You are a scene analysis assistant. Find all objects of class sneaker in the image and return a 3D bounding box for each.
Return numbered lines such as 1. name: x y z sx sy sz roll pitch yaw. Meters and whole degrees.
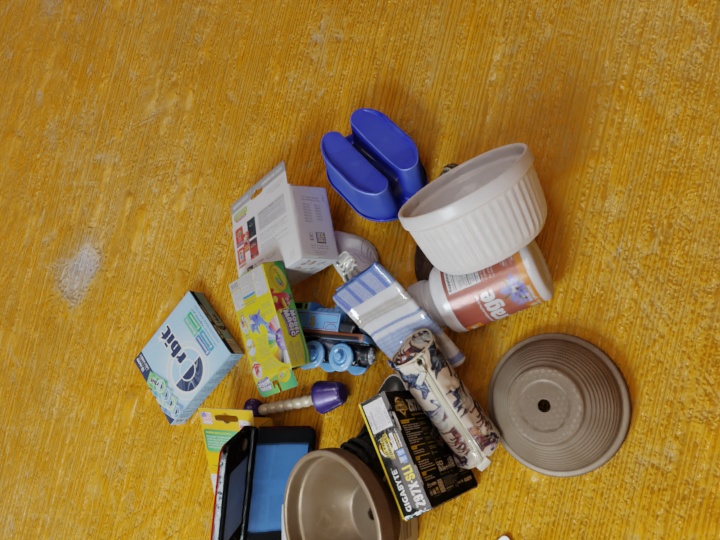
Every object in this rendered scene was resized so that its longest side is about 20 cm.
1. sneaker: 0.000 0.000 1.052 0.200 0.087 0.075 46 106 28
2. sneaker: 0.120 -0.073 1.002 0.070 0.075 0.202 15 89 30
3. sneaker: 0.020 0.261 0.992 0.070 0.099 0.202 18 90 32

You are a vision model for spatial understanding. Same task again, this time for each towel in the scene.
1. towel: 0.054 0.085 0.953 0.200 0.024 0.147 48 145 -6

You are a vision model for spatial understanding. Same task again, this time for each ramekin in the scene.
1. ramekin: 0.162 -0.081 0.872 0.199 0.200 0.106 -26 106 24

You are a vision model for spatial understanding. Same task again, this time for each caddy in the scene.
1. caddy: 0.022 -0.173 1.060 0.141 0.105 0.200 -39 63 -6

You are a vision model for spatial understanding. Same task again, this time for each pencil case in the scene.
1. pencil case: 0.120 0.184 0.888 0.077 0.090 0.201 -32 100 15

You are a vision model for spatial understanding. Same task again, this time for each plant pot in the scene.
1. plant pot: 0.264 0.186 0.871 0.199 0.092 0.203 -5 80 30
2. plant pot: -0.012 0.343 0.864 0.200 0.092 0.203 -2 87 46

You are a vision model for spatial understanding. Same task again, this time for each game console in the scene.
1. game console: -0.153 0.361 1.002 0.117 0.172 0.202 6 93 8

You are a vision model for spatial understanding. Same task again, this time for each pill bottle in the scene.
1. pill bottle: 0.175 0.025 0.935 0.199 0.112 0.113 -25 71 24

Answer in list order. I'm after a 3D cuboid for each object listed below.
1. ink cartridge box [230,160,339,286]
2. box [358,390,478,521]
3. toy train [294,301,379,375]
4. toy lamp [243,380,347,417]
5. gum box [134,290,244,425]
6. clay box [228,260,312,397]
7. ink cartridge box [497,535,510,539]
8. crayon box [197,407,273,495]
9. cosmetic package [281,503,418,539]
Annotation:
1. ink cartridge box: -0.141 -0.069 1.108 0.199 0.083 0.178 -27 68 45
2. box: 0.088 0.253 0.897 0.049 0.200 0.161 -32 69 19
3. toy train: -0.060 0.113 1.071 0.198 0.087 0.116 1 77 30
4. toy lamp: -0.114 0.232 1.096 0.198 0.058 0.059 -19 73 25
5. gum box: -0.343 0.172 1.242 0.200 0.044 0.170 -48 63 13
6. clay box: -0.147 0.098 1.033 0.114 0.047 0.202 -25 79 45
7. ink cartridge box: 0.214 0.489 0.863 0.116 0.067 0.201 -44 64 16
8. crayon box: -0.206 0.329 1.103 0.125 0.051 0.202 -4 100 29
9. cosmetic package: -0.018 0.397 0.992 0.198 0.101 0.075 -9 77 27
